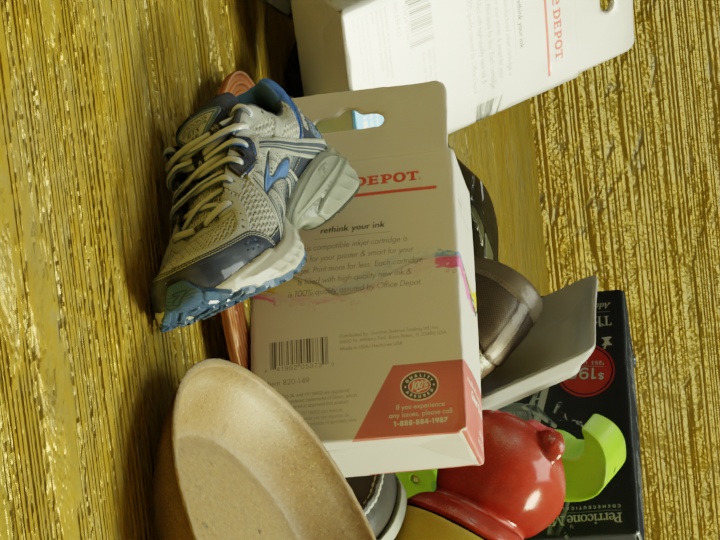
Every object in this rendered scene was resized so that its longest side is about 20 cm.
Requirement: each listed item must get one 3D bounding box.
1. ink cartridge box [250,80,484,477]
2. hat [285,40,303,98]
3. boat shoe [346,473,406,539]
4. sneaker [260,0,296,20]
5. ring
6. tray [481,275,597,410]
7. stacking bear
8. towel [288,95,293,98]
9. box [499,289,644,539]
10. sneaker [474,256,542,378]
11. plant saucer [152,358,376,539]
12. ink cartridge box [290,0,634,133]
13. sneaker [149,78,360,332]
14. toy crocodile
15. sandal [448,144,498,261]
[{"bbox_3d":[0.002,0.005,1.341,0.068,0.116,0.201,61,26,-66],"label":"ink cartridge box"},{"bbox_3d":[-0.003,-0.119,1.618,0.200,0.080,0.202,6,90,-69],"label":"hat"},{"bbox_3d":[-0.015,0.098,1.456,0.201,0.071,0.061,-94,170,-61],"label":"boat shoe"},{"bbox_3d":[-0.001,-0.195,1.501,0.079,0.199,0.076,42,-54,43],"label":"sneaker"},{"bbox_3d":[-0.063,-0.009,1.370,0.200,0.019,0.202,-6,90,-81],"label":"ring"},{"bbox_3d":[0.061,0.071,1.545,0.022,0.199,0.108,59,18,-20],"label":"tray"},{"bbox_3d":[0.053,0.176,1.444,0.114,0.121,0.201,38,74,-35],"label":"stacking bear"},{"bbox_3d":[0.000,0.000,1.458,0.144,0.023,0.201,67,-2,-64],"label":"towel"},{"bbox_3d":[0.089,0.122,1.674,0.104,0.199,0.183,72,14,-59],"label":"box"},{"bbox_3d":[0.025,0.030,1.556,0.070,0.200,0.076,49,63,-25],"label":"sneaker"},{"bbox_3d":[-0.043,0.139,1.178,0.200,0.035,0.201,52,21,-29],"label":"plant saucer"},{"bbox_3d":[0.062,-0.154,1.473,0.067,0.199,0.116,43,-30,45],"label":"ink cartridge box"},{"bbox_3d":[-0.068,-0.037,1.219,0.085,0.077,0.200,60,22,-13],"label":"sneaker"},{"bbox_3d":[0.077,0.112,1.555,0.067,0.199,0.062,-30,118,-40],"label":"toy crocodile"},{"bbox_3d":[0.041,-0.033,1.584,0.200,0.054,0.082,53,42,-46],"label":"sandal"}]
